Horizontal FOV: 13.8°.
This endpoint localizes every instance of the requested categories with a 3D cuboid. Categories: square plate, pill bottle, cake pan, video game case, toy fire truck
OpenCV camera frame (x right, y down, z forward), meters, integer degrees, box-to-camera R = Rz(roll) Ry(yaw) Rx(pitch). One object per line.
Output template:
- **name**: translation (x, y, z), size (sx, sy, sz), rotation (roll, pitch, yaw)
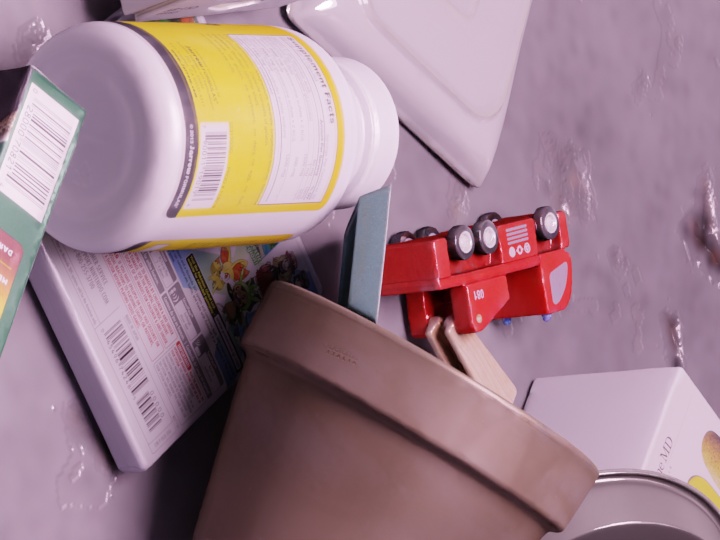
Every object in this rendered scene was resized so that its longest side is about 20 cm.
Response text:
- **square plate**: translation (0.045, -0.182, 1.754), size (0.200, 0.028, 0.198), rotation (40, 56, -42)
- **pill bottle**: translation (-0.072, -0.068, 1.487), size (0.200, 0.112, 0.112), rotation (-4, 89, -52)
- **cake pan**: translation (0.135, 0.208, 1.708), size (0.200, 0.037, 0.201), rotation (-10, 121, -17)
- **video game case**: translation (-0.108, -0.027, 1.544), size (0.182, 0.022, 0.200), rotation (-45, 119, -45)
- **toy fire truck**: translation (0.061, 0.043, 1.728), size (0.200, 0.049, 0.141), rotation (-13, 96, -53)

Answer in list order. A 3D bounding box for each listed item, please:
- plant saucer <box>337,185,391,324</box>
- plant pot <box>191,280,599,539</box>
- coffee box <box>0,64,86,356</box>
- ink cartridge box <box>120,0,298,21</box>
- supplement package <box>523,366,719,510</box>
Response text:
- **plant saucer**: translation (0.000, 0.000, 1.573), size (0.200, 0.019, 0.070), rotation (124, -29, -84)
- **plant pot**: translation (-0.003, 0.128, 1.531), size (0.200, 0.200, 0.174), rotation (37, 80, -43)
- **coffee box**: translation (-0.203, 0.008, 1.301), size (0.044, 0.123, 0.200), rotation (42, 55, -42)
- **ink cartridge box**: translation (-0.073, -0.240, 1.550), size (0.145, 0.083, 0.200), rotation (-14, 90, -53)
- **supplement package**: translation (0.180, 0.165, 1.814), size (0.200, 0.109, 0.114), rotation (51, 48, -35)
